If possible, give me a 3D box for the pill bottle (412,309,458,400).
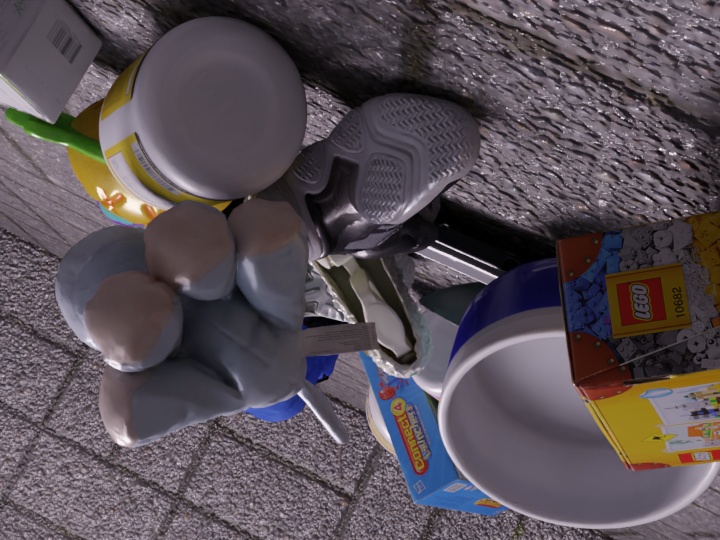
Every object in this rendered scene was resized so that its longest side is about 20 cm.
[{"bbox_3d":[0.137,0.109,1.162,0.104,0.105,0.200,17,165,43],"label":"pill bottle"}]

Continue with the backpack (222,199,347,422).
[{"bbox_3d":[-0.089,0.055,1.200,0.161,0.202,0.168,17,166,39],"label":"backpack"}]

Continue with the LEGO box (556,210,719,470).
[{"bbox_3d":[0.197,0.042,0.611,0.147,0.078,0.200,-10,156,17],"label":"LEGO box"}]

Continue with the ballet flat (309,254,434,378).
[{"bbox_3d":[0.000,0.000,0.920,0.201,0.071,0.072,57,164,-8],"label":"ballet flat"}]

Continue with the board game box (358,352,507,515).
[{"bbox_3d":[0.089,0.152,1.221,0.199,0.056,0.197,27,-143,-56],"label":"board game box"}]

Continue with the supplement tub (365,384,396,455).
[{"bbox_3d":[0.079,0.169,1.476,0.143,0.146,0.200,26,169,4],"label":"supplement tub"}]

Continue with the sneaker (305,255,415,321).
[{"bbox_3d":[-0.049,0.006,1.076,0.198,0.079,0.099,-9,-159,-15],"label":"sneaker"}]

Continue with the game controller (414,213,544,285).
[{"bbox_3d":[0.108,-0.007,0.898,0.198,0.043,0.104,25,-176,14],"label":"game controller"}]

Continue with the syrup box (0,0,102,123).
[{"bbox_3d":[-0.312,-0.193,0.901,0.198,0.082,0.079,23,167,24],"label":"syrup box"}]

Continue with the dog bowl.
[{"bbox_3d":[0.158,0.090,0.820,0.197,0.079,0.202,9,132,10],"label":"dog bowl"}]

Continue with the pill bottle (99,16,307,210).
[{"bbox_3d":[-0.117,-0.099,0.785,0.111,0.113,0.200,31,169,-19],"label":"pill bottle"}]

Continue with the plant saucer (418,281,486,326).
[{"bbox_3d":[0.146,0.049,0.964,0.199,0.039,0.201,23,-176,-2],"label":"plant saucer"}]

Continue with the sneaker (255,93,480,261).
[{"bbox_3d":[0.024,-0.058,0.752,0.113,0.076,0.199,-2,166,-43],"label":"sneaker"}]

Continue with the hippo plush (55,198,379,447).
[{"bbox_3d":[-0.106,0.008,0.740,0.198,0.161,0.161,3,-157,-38],"label":"hippo plush"}]

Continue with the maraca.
[{"bbox_3d":[-0.192,-0.098,0.951,0.198,0.108,0.137,19,-173,-5],"label":"maraca"}]

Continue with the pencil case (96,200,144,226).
[{"bbox_3d":[-0.205,-0.087,1.129,0.091,0.086,0.200,14,175,-23],"label":"pencil case"}]

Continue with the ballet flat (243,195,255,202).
[{"bbox_3d":[-0.064,-0.051,1.036,0.073,0.074,0.200,32,174,-27],"label":"ballet flat"}]
